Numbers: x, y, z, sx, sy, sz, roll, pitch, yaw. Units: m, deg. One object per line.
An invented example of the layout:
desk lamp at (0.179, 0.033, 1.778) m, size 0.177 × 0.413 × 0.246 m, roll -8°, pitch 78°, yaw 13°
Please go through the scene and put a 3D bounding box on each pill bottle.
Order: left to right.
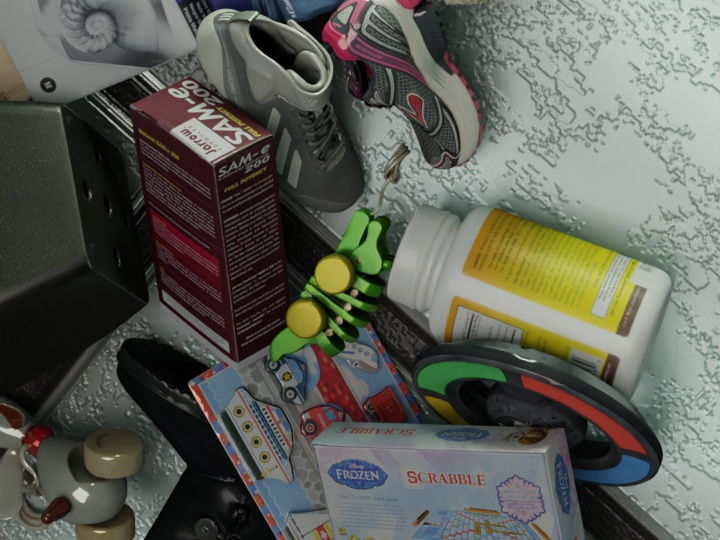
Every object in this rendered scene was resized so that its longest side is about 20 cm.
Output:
pill bottle at (0.125, 0.020, 1.548) m, size 0.199 × 0.109 × 0.110 m, roll 21°, pitch 109°, yaw 11°

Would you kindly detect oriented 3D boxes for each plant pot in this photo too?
plant pot at (-0.275, -0.026, 1.597) m, size 0.177 × 0.200 × 0.201 m, roll -15°, pitch 73°, yaw 10°

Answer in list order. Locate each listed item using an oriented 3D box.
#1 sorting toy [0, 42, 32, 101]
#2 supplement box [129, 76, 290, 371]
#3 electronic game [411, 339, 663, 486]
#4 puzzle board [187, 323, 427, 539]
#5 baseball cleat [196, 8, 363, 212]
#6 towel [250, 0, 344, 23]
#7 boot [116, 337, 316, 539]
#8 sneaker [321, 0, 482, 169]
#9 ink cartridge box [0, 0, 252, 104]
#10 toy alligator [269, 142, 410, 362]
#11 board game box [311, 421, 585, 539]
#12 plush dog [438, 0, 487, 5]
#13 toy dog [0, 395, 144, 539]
sorting toy at (-0.283, -0.251, 1.627) m, size 0.199 × 0.070 × 0.200 m, roll 46°, pitch 112°, yaw 2°
supplement box at (-0.112, -0.034, 1.572) m, size 0.109 × 0.061 × 0.201 m, roll 36°, pitch 144°, yaw 38°
electronic game at (0.131, 0.110, 1.542) m, size 0.199 × 0.200 × 0.042 m, roll 21°, pitch 69°, yaw 11°
puzzle board at (-0.023, 0.137, 1.633) m, size 0.150 × 0.017 × 0.201 m, roll -30°, pitch 93°, yaw -10°
baseball cleat at (-0.044, -0.113, 1.541) m, size 0.106 × 0.070 × 0.200 m, roll 6°, pitch 146°, yaw 50°
towel at (-0.056, -0.289, 1.534) m, size 0.048 × 0.111 × 0.201 m, roll -7°, pitch 104°, yaw 56°
boot at (-0.145, 0.172, 1.687) m, size 0.200 × 0.076 × 0.169 m, roll 31°, pitch 107°, yaw 1°
sneaker at (0.028, -0.140, 1.509) m, size 0.075 × 0.200 × 0.081 m, roll -39°, pitch 50°, yaw -7°
ink cartridge box at (-0.197, -0.240, 1.534) m, size 0.199 × 0.041 × 0.200 m, roll -22°, pitch 112°, yaw 14°
toy alligator at (0.000, 0.000, 1.559) m, size 0.054 × 0.059 × 0.200 m, roll 35°, pitch 107°, yaw 7°
board game box at (0.075, 0.213, 1.558) m, size 0.199 × 0.041 × 0.200 m, roll 0°, pitch 113°, yaw 30°
plush dog at (0.087, -0.287, 1.486) m, size 0.171 × 0.160 × 0.201 m, roll 32°, pitch 93°, yaw 25°
toy dog at (-0.264, 0.165, 1.678) m, size 0.199 × 0.096 × 0.133 m, roll -2°, pitch 102°, yaw 43°
